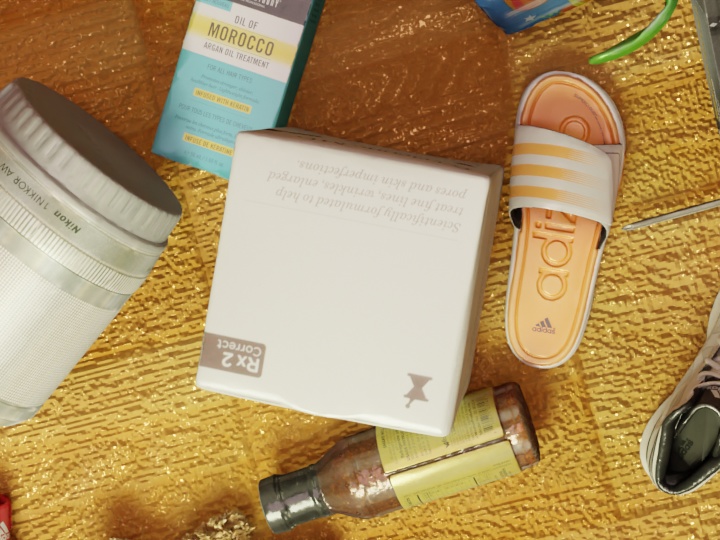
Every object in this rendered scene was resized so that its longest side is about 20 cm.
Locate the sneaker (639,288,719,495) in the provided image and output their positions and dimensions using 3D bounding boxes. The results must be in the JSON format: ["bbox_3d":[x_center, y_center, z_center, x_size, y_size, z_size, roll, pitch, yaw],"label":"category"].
[{"bbox_3d":[0.258,0.070,1.168,0.075,0.115,0.201,30,97,4],"label":"sneaker"}]

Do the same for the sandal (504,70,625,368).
[{"bbox_3d":[0.140,-0.032,1.202,0.078,0.059,0.209,5,95,6],"label":"sandal"}]

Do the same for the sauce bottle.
[{"bbox_3d":[0.026,0.135,1.227,0.198,0.066,0.067,-17,93,8],"label":"sauce bottle"}]

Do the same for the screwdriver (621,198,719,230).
[{"bbox_3d":[0.278,-0.052,1.202,0.199,0.028,0.029,-20,121,10],"label":"screwdriver"}]

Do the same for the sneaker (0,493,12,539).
[{"bbox_3d":[-0.258,0.235,1.264,0.199,0.078,0.116,26,99,3],"label":"sneaker"}]

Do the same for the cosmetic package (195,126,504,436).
[{"bbox_3d":[0.000,0.000,1.151,0.163,0.200,0.166,10,96,5],"label":"cosmetic package"}]

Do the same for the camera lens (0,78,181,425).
[{"bbox_3d":[-0.239,-0.008,1.191,0.160,0.160,0.200,41,98,2],"label":"camera lens"}]

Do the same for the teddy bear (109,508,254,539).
[{"bbox_3d":[-0.103,0.245,1.259,0.198,0.067,0.146,-16,98,1],"label":"teddy bear"}]

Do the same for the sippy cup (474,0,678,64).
[{"bbox_3d":[0.127,-0.230,1.159,0.130,0.140,0.179,-30,50,18],"label":"sippy cup"}]

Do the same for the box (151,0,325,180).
[{"bbox_3d":[-0.076,-0.166,1.222,0.082,0.049,0.202,18,97,5],"label":"box"}]

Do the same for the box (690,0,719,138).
[{"bbox_3d":[0.322,-0.165,1.136,0.198,0.048,0.159,-17,124,7],"label":"box"}]
